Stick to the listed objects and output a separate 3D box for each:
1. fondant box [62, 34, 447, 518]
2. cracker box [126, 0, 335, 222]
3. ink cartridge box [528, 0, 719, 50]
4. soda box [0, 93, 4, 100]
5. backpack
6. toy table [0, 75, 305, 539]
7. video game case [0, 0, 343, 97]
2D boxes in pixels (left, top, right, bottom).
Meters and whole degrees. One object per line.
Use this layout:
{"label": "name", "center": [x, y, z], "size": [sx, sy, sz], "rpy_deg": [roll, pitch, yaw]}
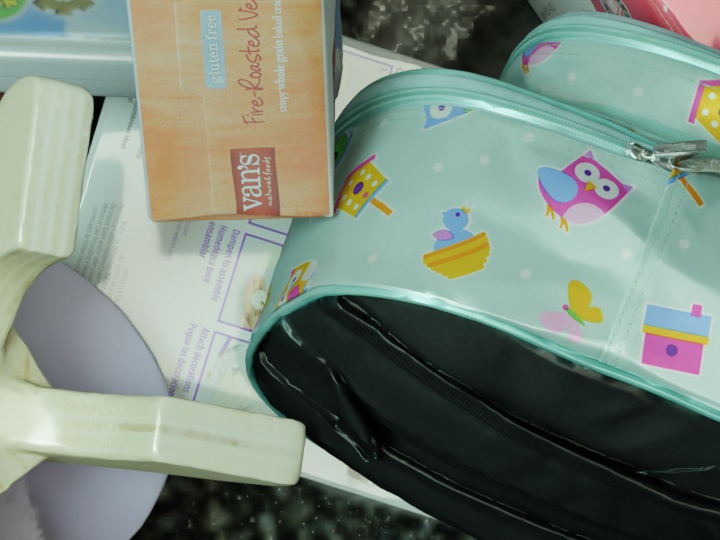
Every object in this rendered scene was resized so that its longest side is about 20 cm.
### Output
{"label": "fondant box", "center": [0.000, 0.000, 0.982], "size": [0.199, 0.058, 0.145], "rpy_deg": [18, 87, -2]}
{"label": "cracker box", "center": [-0.035, -0.130, 0.836], "size": [0.057, 0.134, 0.200], "rpy_deg": [-1, 46, 1]}
{"label": "ink cartridge box", "center": [0.070, -0.161, 0.947], "size": [0.084, 0.145, 0.200], "rpy_deg": [-34, 90, -7]}
{"label": "soda box", "center": [-0.169, 0.004, 0.931], "size": [0.063, 0.070, 0.200], "rpy_deg": [34, 69, -22]}
{"label": "backpack", "center": [0.071, 0.012, 0.873], "size": [0.199, 0.176, 0.154], "rpy_deg": [15, 71, -5]}
{"label": "toy table", "center": [-0.125, 0.041, 0.846], "size": [0.199, 0.117, 0.185], "rpy_deg": [-1, 87, -32]}
{"label": "video game case", "center": [-0.109, -0.130, 0.941], "size": [0.199, 0.022, 0.183], "rpy_deg": [2, 51, -7]}
